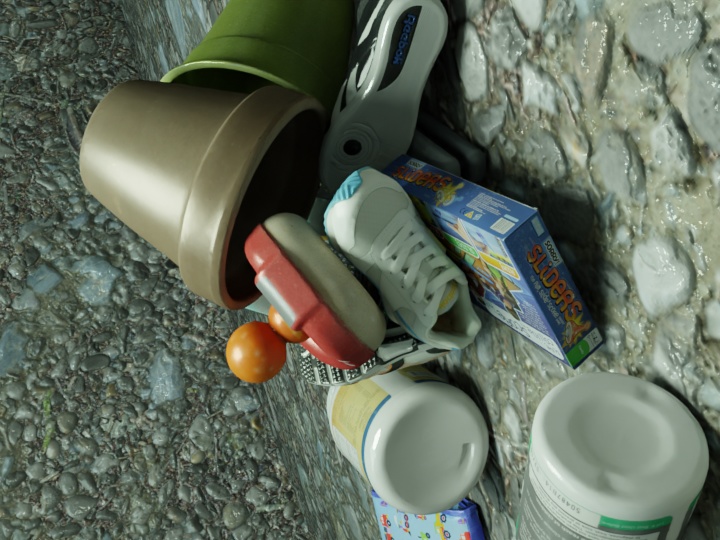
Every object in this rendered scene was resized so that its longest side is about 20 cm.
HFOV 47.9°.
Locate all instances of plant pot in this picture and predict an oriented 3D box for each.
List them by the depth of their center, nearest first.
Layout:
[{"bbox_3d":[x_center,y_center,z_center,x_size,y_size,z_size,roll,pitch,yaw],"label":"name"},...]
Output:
[{"bbox_3d":[-0.145,-0.089,0.726,0.173,0.201,0.201,24,147,12],"label":"plant pot"},{"bbox_3d":[-0.084,-0.220,0.845,0.200,0.198,0.191,110,177,-65],"label":"plant pot"}]

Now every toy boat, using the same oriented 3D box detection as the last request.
[{"bbox_3d":[-0.059,0.043,0.692,0.131,0.131,0.200,49,178,12],"label":"toy boat"}]

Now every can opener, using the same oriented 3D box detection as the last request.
[{"bbox_3d":[0.048,-0.138,0.760,0.200,0.052,0.067,-127,23,-47],"label":"can opener"}]

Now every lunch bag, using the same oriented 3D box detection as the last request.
[{"bbox_3d":[0.111,0.363,1.057,0.200,0.093,0.152,-2,103,64],"label":"lunch bag"}]

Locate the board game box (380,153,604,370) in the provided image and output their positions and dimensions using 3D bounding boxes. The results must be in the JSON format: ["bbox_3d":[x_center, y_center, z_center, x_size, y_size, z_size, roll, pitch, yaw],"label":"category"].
[{"bbox_3d":[0.098,-0.014,0.659,0.136,0.034,0.200,56,170,-31],"label":"board game box"}]

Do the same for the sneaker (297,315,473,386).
[{"bbox_3d":[0.029,0.079,0.830,0.080,0.198,0.074,40,-142,-57],"label":"sneaker"}]

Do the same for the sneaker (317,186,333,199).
[{"bbox_3d":[-0.059,-0.108,1.014,0.201,0.111,0.073,100,148,-58],"label":"sneaker"}]

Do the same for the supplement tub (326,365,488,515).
[{"bbox_3d":[0.046,0.180,0.947,0.200,0.143,0.146,-157,51,-70],"label":"supplement tub"}]

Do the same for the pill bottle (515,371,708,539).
[{"bbox_3d":[0.171,0.179,0.584,0.113,0.112,0.201,-125,24,-45],"label":"pill bottle"}]

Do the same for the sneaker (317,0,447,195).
[{"bbox_3d":[0.015,-0.172,0.734,0.112,0.072,0.201,-101,33,-51],"label":"sneaker"}]

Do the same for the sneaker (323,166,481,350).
[{"bbox_3d":[0.041,-0.007,0.656,0.081,0.077,0.200,31,166,41],"label":"sneaker"}]

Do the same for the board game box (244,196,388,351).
[{"bbox_3d":[-0.049,-0.009,0.838,0.199,0.028,0.137,15,85,32],"label":"board game box"}]
